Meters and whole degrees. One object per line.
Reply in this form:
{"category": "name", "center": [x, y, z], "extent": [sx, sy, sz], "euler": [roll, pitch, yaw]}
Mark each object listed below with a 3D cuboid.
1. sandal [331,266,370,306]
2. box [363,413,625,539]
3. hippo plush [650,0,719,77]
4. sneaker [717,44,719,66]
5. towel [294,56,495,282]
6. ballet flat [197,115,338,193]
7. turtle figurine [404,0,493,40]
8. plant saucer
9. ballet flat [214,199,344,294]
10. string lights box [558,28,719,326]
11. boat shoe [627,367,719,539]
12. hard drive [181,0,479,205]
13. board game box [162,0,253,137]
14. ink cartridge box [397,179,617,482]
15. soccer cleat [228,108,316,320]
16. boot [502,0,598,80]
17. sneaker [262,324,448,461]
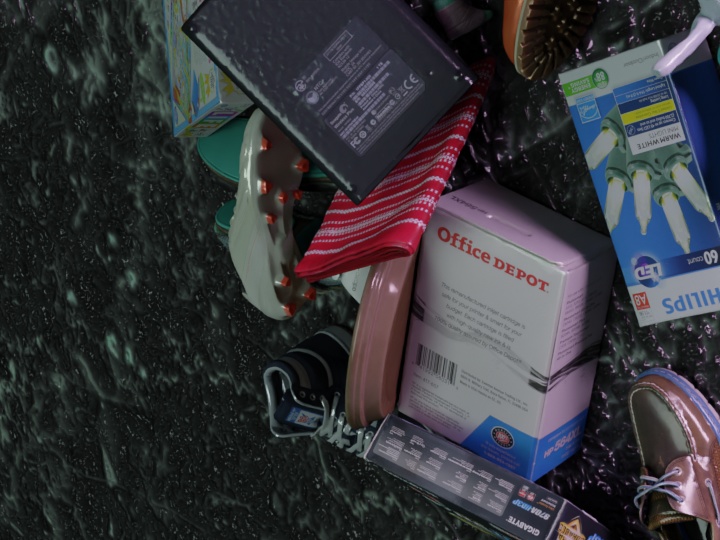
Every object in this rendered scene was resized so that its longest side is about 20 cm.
{"category": "sandal", "center": [-0.002, 0.003, 1.609], "extent": [0.059, 0.079, 0.208], "euler": [14, 110, 11]}
{"category": "box", "center": [0.121, 0.197, 1.562], "extent": [0.199, 0.159, 0.046], "euler": [23, 80, 40]}
{"category": "hippo plush", "center": [0.267, -0.231, 1.267], "extent": [0.161, 0.158, 0.201], "euler": [-124, 49, -61]}
{"category": "sneaker", "center": [0.294, -0.078, 1.315], "extent": [0.077, 0.079, 0.202], "euler": [-15, 95, 48]}
{"category": "towel", "center": [0.028, -0.081, 1.531], "extent": [0.022, 0.201, 0.144], "euler": [40, 147, -26]}
{"category": "ballet flat", "center": [-0.060, -0.093, 1.694], "extent": [0.199, 0.068, 0.069], "euler": [13, 78, 40]}
{"category": "turtle figurine", "center": [0.023, -0.275, 1.517], "extent": [0.149, 0.100, 0.201], "euler": [-8, 110, 58]}
{"category": "plant saucer", "center": [0.029, 0.037, 1.579], "extent": [0.029, 0.200, 0.202], "euler": [13, 119, 10]}
{"category": "ballet flat", "center": [-0.051, -0.015, 1.733], "extent": [0.199, 0.074, 0.075], "euler": [22, 121, 42]}
{"category": "string lights box", "center": [0.230, -0.068, 1.402], "extent": [0.102, 0.059, 0.202], "euler": [-15, 94, 47]}
{"category": "boat shoe", "center": [0.254, 0.174, 1.465], "extent": [0.072, 0.072, 0.201], "euler": [-30, 84, 48]}
{"category": "hard drive", "center": [-0.025, -0.171, 1.485], "extent": [0.200, 0.033, 0.140], "euler": [45, 102, 0]}
{"category": "board game box", "center": [-0.138, -0.230, 1.669], "extent": [0.134, 0.034, 0.202], "euler": [159, 107, -66]}
{"category": "ink cartridge box", "center": [0.119, 0.047, 1.546], "extent": [0.145, 0.084, 0.202], "euler": [28, 124, 32]}
{"category": "soccer cleat", "center": [-0.087, -0.050, 1.643], "extent": [0.077, 0.069, 0.202], "euler": [18, 123, 38]}
{"category": "boot", "center": [0.128, -0.250, 1.436], "extent": [0.107, 0.075, 0.202], "euler": [25, 114, 42]}
{"category": "sneaker", "center": [-0.007, 0.142, 1.705], "extent": [0.200, 0.108, 0.070], "euler": [47, 135, 23]}
